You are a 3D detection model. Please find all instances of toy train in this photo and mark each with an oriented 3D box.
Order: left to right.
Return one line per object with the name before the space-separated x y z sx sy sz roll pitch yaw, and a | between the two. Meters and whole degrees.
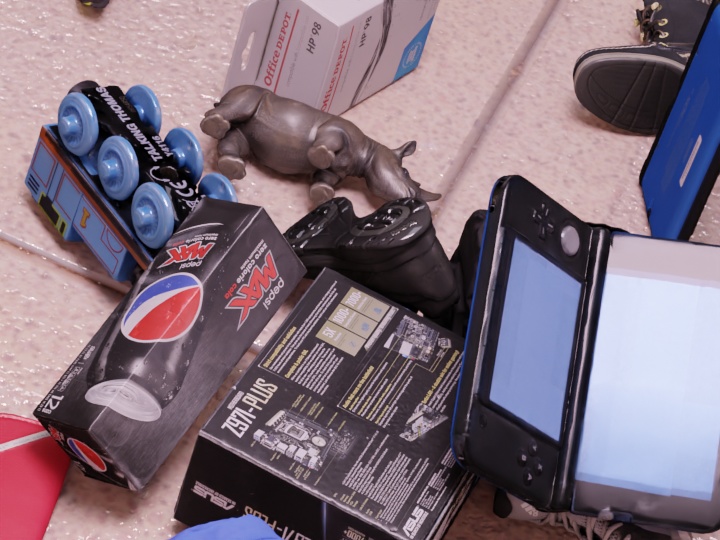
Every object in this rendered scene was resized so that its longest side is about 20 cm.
toy train | -0.163 -0.050 1.639 0.086 0.115 0.200 -11 47 -39

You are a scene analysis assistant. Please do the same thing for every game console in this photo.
game console | 0.163 0.053 1.479 0.170 0.118 0.201 32 61 -47
game console | 0.311 -0.119 1.825 0.118 0.201 0.171 8 41 -11

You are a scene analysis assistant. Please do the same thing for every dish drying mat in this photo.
dish drying mat | -0.241 0.165 1.440 0.076 0.018 0.201 17 40 -2

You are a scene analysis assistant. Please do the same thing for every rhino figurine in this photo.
rhino figurine | -0.029 -0.093 1.780 0.199 0.060 0.088 18 29 -5

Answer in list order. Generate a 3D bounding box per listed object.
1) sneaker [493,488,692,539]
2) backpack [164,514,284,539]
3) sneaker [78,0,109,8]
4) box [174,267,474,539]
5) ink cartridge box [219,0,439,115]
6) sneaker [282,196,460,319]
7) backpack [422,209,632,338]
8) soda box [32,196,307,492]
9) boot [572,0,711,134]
sneaker | 0.151 0.175 1.543 0.115 0.075 0.200 -1 33 -14
backpack | -0.103 0.234 1.272 0.168 0.201 0.162 40 46 25
sneaker | -0.182 -0.283 1.933 0.081 0.074 0.200 24 42 2
box | -0.004 0.116 1.517 0.163 0.086 0.200 27 41 8
ink cartridge box | -0.020 -0.191 1.853 0.067 0.116 0.200 36 44 19
sneaker | 0.000 0.000 1.638 0.076 0.091 0.200 -38 20 -20
backpack | 0.158 0.038 1.644 0.199 0.167 0.127 11 60 -13
soda box | -0.125 0.046 1.506 0.063 0.071 0.200 10 55 44
boot | 0.259 -0.192 1.993 0.202 0.074 0.154 4 39 -23
